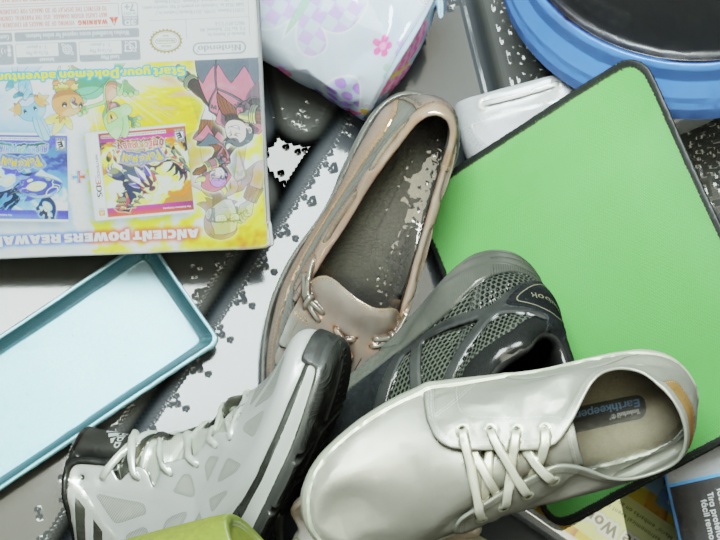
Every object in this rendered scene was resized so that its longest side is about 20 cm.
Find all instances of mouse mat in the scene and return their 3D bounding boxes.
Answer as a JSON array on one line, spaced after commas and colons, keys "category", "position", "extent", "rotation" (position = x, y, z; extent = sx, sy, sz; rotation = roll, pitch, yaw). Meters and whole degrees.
[{"category": "mouse mat", "position": [0.121, 0.012, 1.286], "extent": [0.161, 0.008, 0.201], "rotation": [-32, 71, 30]}]

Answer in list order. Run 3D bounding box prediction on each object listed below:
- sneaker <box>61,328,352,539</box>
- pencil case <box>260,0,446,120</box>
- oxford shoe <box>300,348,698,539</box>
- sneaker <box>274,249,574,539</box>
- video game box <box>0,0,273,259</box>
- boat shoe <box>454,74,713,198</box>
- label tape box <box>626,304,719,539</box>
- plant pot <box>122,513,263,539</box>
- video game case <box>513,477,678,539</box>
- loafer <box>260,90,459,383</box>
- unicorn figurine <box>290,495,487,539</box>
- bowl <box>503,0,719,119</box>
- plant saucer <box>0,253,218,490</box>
[{"category": "sneaker", "position": [-0.088, 0.095, 1.250], "extent": [0.115, 0.076, 0.201], "rotation": [30, 116, 7]}, {"category": "pencil case", "position": [-0.054, -0.164, 1.339], "extent": [0.199, 0.083, 0.091], "rotation": [31, 93, 1]}, {"category": "oxford shoe", "position": [0.068, 0.086, 1.176], "extent": [0.199, 0.058, 0.076], "rotation": [-16, 104, -3]}, {"category": "sneaker", "position": [0.034, 0.091, 1.259], "extent": [0.076, 0.114, 0.200], "rotation": [37, 101, -30]}, {"category": "video game box", "position": [-0.147, -0.099, 1.291], "extent": [0.199, 0.047, 0.183], "rotation": [-2, 106, -1]}, {"category": "boat shoe", "position": [0.147, -0.101, 1.357], "extent": [0.199, 0.072, 0.069], "rotation": [-23, 84, 1]}, {"category": "label tape box", "position": [0.250, 0.070, 1.276], "extent": [0.199, 0.066, 0.144], "rotation": [-14, 79, 14]}, {"category": "plant pot", "position": [-0.119, 0.207, 1.180], "extent": [0.200, 0.187, 0.188], "rotation": [-35, 83, 6]}, {"category": "video game case", "position": [0.168, 0.081, 1.340], "extent": [0.200, 0.023, 0.182], "rotation": [34, 77, 2]}, {"category": "loafer", "position": [0.000, 0.000, 1.303], "extent": [0.072, 0.063, 0.201], "rotation": [21, 90, -9]}, {"category": "unicorn figurine", "position": [-0.010, 0.188, 1.265], "extent": [0.137, 0.074, 0.201], "rotation": [6, 107, 1]}, {"category": "bowl", "position": [0.175, -0.171, 1.343], "extent": [0.200, 0.039, 0.201], "rotation": [-1, 55, 2]}, {"category": "plant saucer", "position": [-0.175, 0.066, 1.315], "extent": [0.200, 0.019, 0.070], "rotation": [-34, 83, -12]}]
